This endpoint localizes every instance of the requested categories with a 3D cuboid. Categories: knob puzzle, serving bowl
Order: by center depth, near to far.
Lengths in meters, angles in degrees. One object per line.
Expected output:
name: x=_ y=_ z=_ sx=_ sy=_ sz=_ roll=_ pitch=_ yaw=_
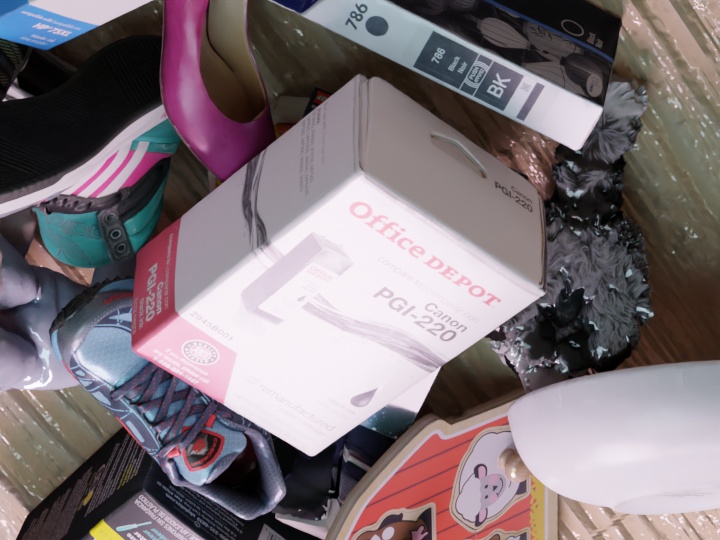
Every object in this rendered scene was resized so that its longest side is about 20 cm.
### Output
serving bowl: x=0.189 y=0.106 z=1.579 sx=0.200 sy=0.066 sz=0.200 roll=-4 pitch=165 yaw=-1
knob puzzle: x=0.050 y=0.180 z=1.669 sx=0.030 sy=0.219 sz=0.220 roll=34 pitch=143 yaw=45

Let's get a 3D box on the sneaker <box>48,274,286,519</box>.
sneaker: x=-0.102 y=0.078 z=1.565 sx=0.079 sy=0.096 sz=0.200 roll=-42 pitch=134 yaw=4

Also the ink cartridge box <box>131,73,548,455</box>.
ink cartridge box: x=-0.013 y=0.000 z=1.498 sx=0.146 sy=0.085 sz=0.200 roll=32 pitch=127 yaw=-28

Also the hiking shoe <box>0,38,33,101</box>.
hiking shoe: x=-0.227 y=-0.112 z=1.497 sx=0.076 sy=0.101 sz=0.200 roll=15 pitch=114 yaw=-5

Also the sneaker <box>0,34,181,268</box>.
sneaker: x=-0.176 y=-0.047 z=1.515 sx=0.084 sy=0.200 sz=0.121 roll=35 pitch=135 yaw=25

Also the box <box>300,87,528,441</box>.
box: x=0.000 y=0.000 z=1.588 sx=0.136 sy=0.038 sz=0.200 roll=22 pitch=128 yaw=-3

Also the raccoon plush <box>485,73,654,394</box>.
raccoon plush: x=0.137 y=-0.012 z=1.589 sx=0.097 sy=0.134 sz=0.200 roll=27 pitch=92 yaw=1

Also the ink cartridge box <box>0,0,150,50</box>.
ink cartridge box: x=-0.120 y=-0.208 z=1.394 sx=0.200 sy=0.067 sz=0.116 roll=-21 pitch=74 yaw=27

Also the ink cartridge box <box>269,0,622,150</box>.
ink cartridge box: x=0.047 y=-0.146 z=1.479 sx=0.200 sy=0.100 sz=0.039 roll=24 pitch=128 yaw=-6

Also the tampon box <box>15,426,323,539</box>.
tampon box: x=-0.130 y=0.196 z=1.761 sx=0.150 sy=0.126 sz=0.200 roll=38 pitch=126 yaw=-14

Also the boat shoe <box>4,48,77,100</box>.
boat shoe: x=-0.218 y=-0.121 z=1.584 sx=0.200 sy=0.072 sz=0.066 roll=36 pitch=122 yaw=-14

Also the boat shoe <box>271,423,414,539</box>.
boat shoe: x=0.029 y=0.147 z=1.721 sx=0.075 sy=0.093 sz=0.200 roll=8 pitch=164 yaw=38

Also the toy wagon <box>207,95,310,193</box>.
toy wagon: x=0.005 y=-0.022 z=1.620 sx=0.200 sy=0.040 sz=0.155 roll=41 pitch=125 yaw=-16

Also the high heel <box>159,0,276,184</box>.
high heel: x=-0.068 y=-0.129 z=1.474 sx=0.096 sy=0.067 sz=0.200 roll=-10 pitch=121 yaw=32

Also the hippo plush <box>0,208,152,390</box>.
hippo plush: x=-0.181 y=0.051 z=1.633 sx=0.161 sy=0.159 sz=0.200 roll=10 pitch=140 yaw=-1
